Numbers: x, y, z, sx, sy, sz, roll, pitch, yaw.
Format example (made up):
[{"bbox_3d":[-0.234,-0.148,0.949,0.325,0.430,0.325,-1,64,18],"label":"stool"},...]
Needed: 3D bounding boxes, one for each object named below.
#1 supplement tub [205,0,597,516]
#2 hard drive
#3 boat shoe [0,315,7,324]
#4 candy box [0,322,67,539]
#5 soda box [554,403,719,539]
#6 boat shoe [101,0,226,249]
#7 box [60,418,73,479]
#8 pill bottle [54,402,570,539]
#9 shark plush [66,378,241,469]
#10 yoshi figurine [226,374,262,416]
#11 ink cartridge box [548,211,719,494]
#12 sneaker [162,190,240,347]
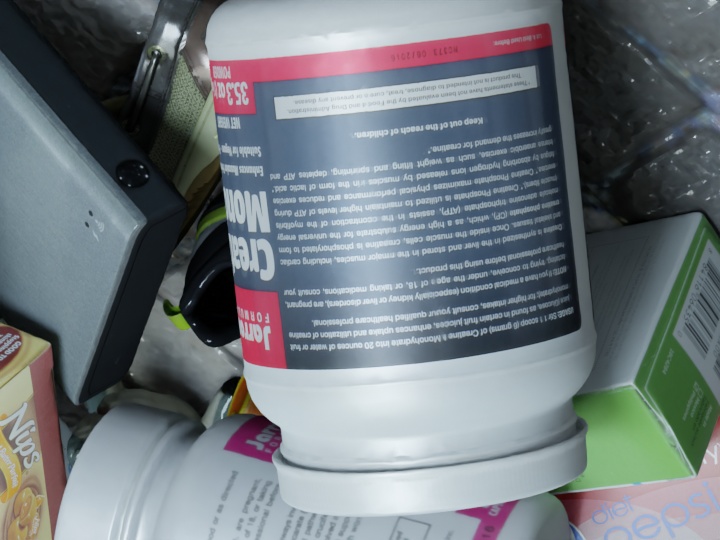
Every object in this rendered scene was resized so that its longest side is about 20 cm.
[{"bbox_3d":[0.018,-0.015,1.118,0.140,0.140,0.200,-2,98,31],"label":"supplement tub"},{"bbox_3d":[-0.160,-0.056,1.237,0.200,0.033,0.140,49,146,18],"label":"hard drive"},{"bbox_3d":[-0.217,0.057,1.368,0.202,0.075,0.086,-25,110,37],"label":"boat shoe"},{"bbox_3d":[-0.225,0.059,1.282,0.200,0.055,0.116,21,133,28],"label":"candy box"},{"bbox_3d":[0.114,0.102,1.262,0.200,0.070,0.063,-25,99,23],"label":"soda box"},{"bbox_3d":[-0.092,-0.053,1.260,0.065,0.073,0.200,33,132,-1],"label":"boat shoe"},{"bbox_3d":[-0.248,0.065,1.460,0.156,0.041,0.200,-25,113,34],"label":"box"},{"bbox_3d":[-0.021,0.125,1.216,0.200,0.113,0.113,14,140,17],"label":"pill bottle"},{"bbox_3d":[-0.109,0.126,1.457,0.091,0.083,0.200,15,141,13],"label":"shark plush"},{"bbox_3d":[0.020,0.126,1.369,0.200,0.112,0.112,27,133,-11],"label":"yoshi figurine"},{"bbox_3d":[0.065,0.044,1.250,0.200,0.104,0.059,-11,128,37],"label":"ink cartridge box"},{"bbox_3d":[0.000,0.000,1.252,0.200,0.083,0.072,-12,129,38],"label":"sneaker"}]
